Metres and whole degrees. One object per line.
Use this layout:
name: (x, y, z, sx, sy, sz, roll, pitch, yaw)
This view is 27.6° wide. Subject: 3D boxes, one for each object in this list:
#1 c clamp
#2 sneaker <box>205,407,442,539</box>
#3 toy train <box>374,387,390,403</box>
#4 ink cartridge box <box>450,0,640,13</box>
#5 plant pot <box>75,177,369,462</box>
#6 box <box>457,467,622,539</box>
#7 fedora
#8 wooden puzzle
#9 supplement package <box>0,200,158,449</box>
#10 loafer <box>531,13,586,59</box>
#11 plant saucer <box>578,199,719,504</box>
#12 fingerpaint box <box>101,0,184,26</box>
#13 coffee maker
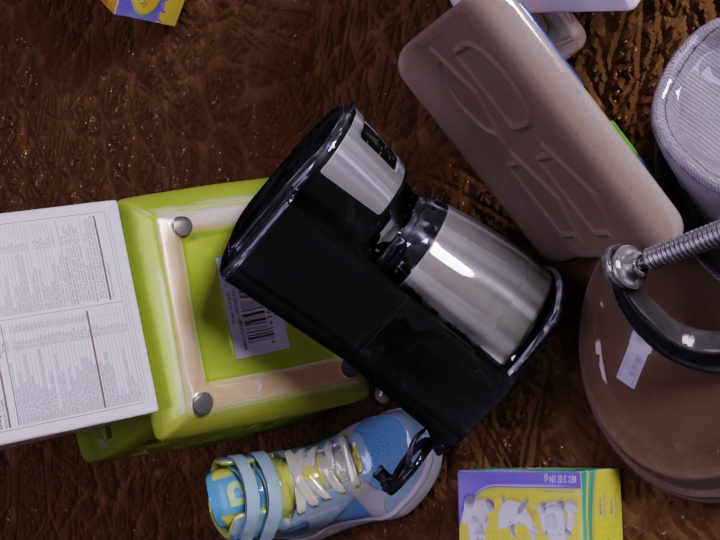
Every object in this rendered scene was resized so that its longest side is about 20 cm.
c clamp: (0.208, -0.008, 0.793, 0.200, 0.170, 0.027, -31, 31, 48)
sneaker: (-0.039, 0.159, 1.102, 0.200, 0.130, 0.080, -36, 60, 40)
toy train: (0.000, 0.000, 1.128, 0.200, 0.055, 0.151, 49, 121, 38)
ink cartridge box: (0.130, -0.268, 0.868, 0.147, 0.145, 0.200, 8, 49, 47)
plant pot: (-0.110, 0.031, 1.100, 0.181, 0.198, 0.202, -15, 85, 62)
box: (0.120, 0.234, 0.982, 0.117, 0.048, 0.202, -9, 82, 48)
fedora: (0.238, -0.074, 0.819, 0.177, 0.090, 0.200, -49, 54, 18)
wooden puzzle: (0.112, -0.089, 0.911, 0.186, 0.046, 0.200, 51, 169, -6)
supplement package: (-0.270, 0.049, 0.997, 0.151, 0.199, 0.152, -18, 83, 55)
loafer: (0.088, -0.221, 1.033, 0.072, 0.062, 0.201, 96, 149, -68)
plant saucer: (0.209, 0.044, 0.912, 0.199, 0.029, 0.202, -4, 85, 48)
fingerpaint box: (-0.202, -0.358, 1.368, 0.167, 0.073, 0.201, 45, 120, 41)
coffee maker: (0.006, 0.021, 0.975, 0.193, 0.199, 0.135, -55, 10, -7)
